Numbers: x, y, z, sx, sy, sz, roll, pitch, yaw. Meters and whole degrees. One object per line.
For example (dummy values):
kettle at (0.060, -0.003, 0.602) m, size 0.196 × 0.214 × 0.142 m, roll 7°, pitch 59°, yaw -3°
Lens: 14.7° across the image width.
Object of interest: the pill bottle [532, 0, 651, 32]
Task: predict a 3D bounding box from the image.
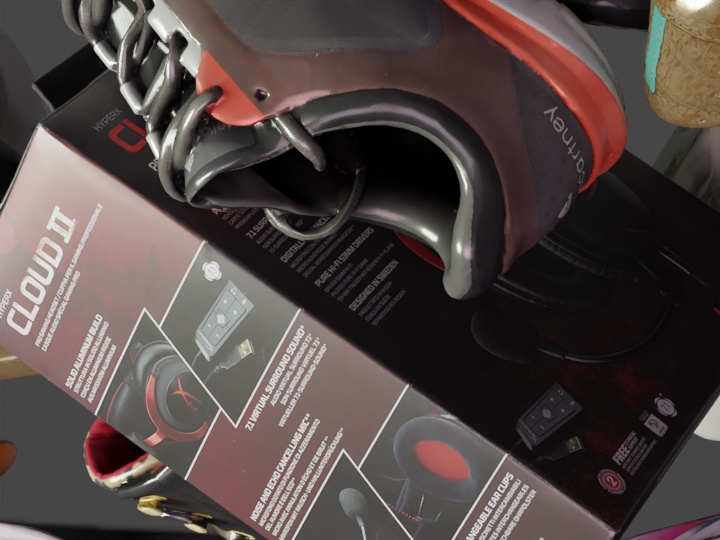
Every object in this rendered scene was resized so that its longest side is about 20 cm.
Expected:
pill bottle at (0.083, -0.168, 0.687) m, size 0.111 × 0.112 × 0.200 m, roll 22°, pitch 121°, yaw -2°

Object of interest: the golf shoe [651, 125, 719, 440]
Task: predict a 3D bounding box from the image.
golf shoe at (0.125, -0.019, 0.818) m, size 0.075 × 0.092 × 0.201 m, roll 14°, pitch 125°, yaw 0°

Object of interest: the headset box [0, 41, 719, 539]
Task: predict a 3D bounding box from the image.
headset box at (0.000, 0.000, 0.762) m, size 0.200 × 0.149 × 0.075 m, roll 35°, pitch 128°, yaw 8°

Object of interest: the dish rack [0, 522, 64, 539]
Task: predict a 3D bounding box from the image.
dish rack at (-0.170, 0.144, 0.971) m, size 0.199 × 0.044 × 0.172 m, roll -9°, pitch 149°, yaw 17°

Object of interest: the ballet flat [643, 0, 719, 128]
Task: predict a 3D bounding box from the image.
ballet flat at (0.154, -0.056, 0.706) m, size 0.199 × 0.068 × 0.072 m, roll -2°, pitch 136°, yaw -28°

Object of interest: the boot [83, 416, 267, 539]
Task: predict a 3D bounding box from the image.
boot at (-0.029, 0.085, 0.903) m, size 0.200 × 0.073 × 0.150 m, roll -36°, pitch 131°, yaw 25°

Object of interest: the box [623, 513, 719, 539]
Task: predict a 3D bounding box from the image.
box at (0.160, 0.114, 0.821) m, size 0.095 × 0.200 × 0.100 m, roll -18°, pitch 78°, yaw 22°

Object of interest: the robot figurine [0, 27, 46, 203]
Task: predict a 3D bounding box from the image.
robot figurine at (-0.180, -0.041, 0.790) m, size 0.125 × 0.150 × 0.200 m, roll -44°, pitch 142°, yaw 19°

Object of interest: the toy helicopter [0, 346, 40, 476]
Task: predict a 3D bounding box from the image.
toy helicopter at (-0.139, 0.029, 0.897) m, size 0.199 × 0.133 × 0.079 m, roll -6°, pitch 152°, yaw -3°

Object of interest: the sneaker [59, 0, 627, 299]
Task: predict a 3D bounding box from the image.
sneaker at (-0.034, -0.060, 0.688) m, size 0.199 × 0.082 × 0.077 m, roll 27°, pitch 149°, yaw 11°
